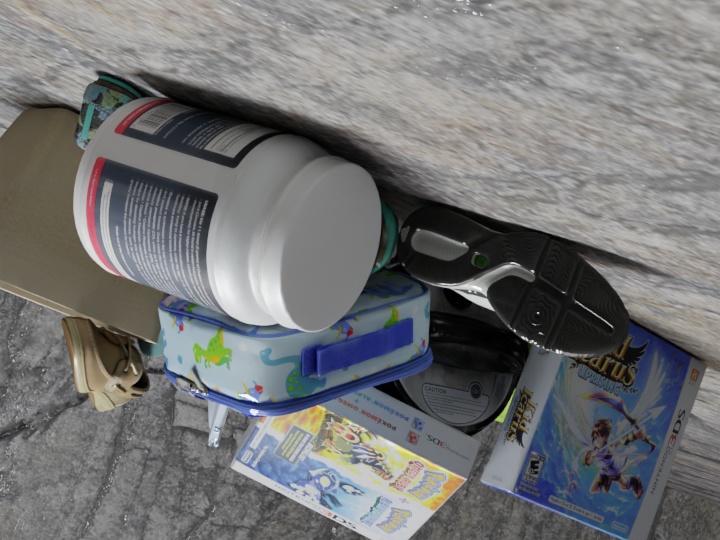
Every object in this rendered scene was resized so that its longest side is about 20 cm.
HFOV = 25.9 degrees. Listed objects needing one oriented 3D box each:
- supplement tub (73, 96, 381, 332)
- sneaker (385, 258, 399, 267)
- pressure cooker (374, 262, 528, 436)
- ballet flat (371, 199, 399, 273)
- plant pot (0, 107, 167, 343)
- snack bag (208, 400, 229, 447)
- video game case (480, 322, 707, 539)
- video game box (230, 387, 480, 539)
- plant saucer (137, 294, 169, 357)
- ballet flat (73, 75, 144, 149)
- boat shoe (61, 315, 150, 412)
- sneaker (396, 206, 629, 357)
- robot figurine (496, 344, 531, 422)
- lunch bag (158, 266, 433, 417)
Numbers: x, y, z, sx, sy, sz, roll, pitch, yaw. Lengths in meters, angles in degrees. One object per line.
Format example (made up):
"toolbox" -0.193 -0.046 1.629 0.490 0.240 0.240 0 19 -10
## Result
"supplement tub" -0.099 -0.042 1.153 0.199 0.142 0.140 18 174 31
"sneaker" 0.000 0.000 1.590 0.095 0.080 0.199 1 169 44
"pressure cooker" 0.047 0.078 1.453 0.199 0.176 0.180 -20 105 51
"ballet flat" -0.007 -0.035 1.279 0.070 0.068 0.200 17 -177 -32
"plant pot" -0.289 -0.054 1.549 0.199 0.179 0.199 24 172 -28
"snack bag" -0.143 0.062 1.696 0.021 0.201 0.189 5 143 -14
"video game case" 0.216 0.136 1.412 0.199 0.183 0.045 26 171 -40
"video game box" -0.010 0.166 1.405 0.181 0.047 0.200 25 147 -4
"plant saucer" -0.157 0.003 1.578 0.027 0.200 0.200 48 164 -23
"ballet flat" -0.170 -0.095 1.290 0.074 0.075 0.200 18 173 33
"boat shoe" -0.249 0.086 1.541 0.064 0.072 0.200 -14 164 -4
"sneaker" 0.134 0.009 1.196 0.200 0.076 0.115 28 -173 32
"robot figurine" 0.157 0.098 1.609 0.174 0.117 0.200 18 175 -16
"lunch bag" -0.048 0.050 1.241 0.199 0.083 0.160 -16 -159 -41
